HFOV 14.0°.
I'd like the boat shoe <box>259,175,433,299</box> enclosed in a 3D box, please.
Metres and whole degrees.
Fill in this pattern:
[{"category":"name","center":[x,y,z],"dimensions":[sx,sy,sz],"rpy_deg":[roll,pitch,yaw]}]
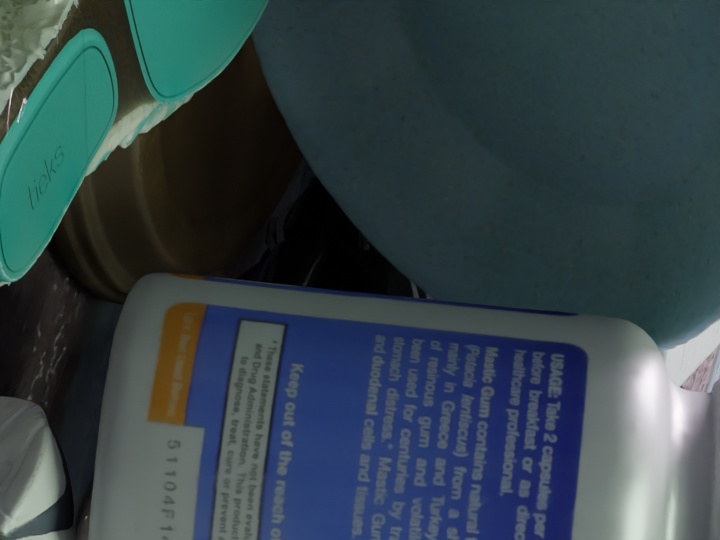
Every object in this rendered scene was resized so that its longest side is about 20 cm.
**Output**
[{"category":"boat shoe","center":[0.000,0.000,1.039],"dimensions":[0.200,0.071,0.072],"rpy_deg":[83,-8,-59]}]

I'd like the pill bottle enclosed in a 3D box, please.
[{"category":"pill bottle","center":[0.027,0.065,0.839],"dimensions":[0.112,0.199,0.113],"rpy_deg":[6,90,-88]}]

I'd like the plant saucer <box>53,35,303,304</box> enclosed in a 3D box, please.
[{"category":"plant saucer","center":[-0.045,-0.085,0.938],"dimensions":[0.200,0.029,0.201],"rpy_deg":[14,90,-72]}]

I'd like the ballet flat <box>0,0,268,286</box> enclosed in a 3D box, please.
[{"category":"ballet flat","center":[-0.086,-0.061,0.783],"dimensions":[0.200,0.071,0.072],"rpy_deg":[-53,151,-54]}]

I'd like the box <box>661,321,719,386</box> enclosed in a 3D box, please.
[{"category":"box","center":[0.104,-0.031,1.231],"dimensions":[0.200,0.124,0.098],"rpy_deg":[-35,136,-62]}]

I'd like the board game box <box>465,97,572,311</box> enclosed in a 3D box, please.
[{"category":"board game box","center":[0.055,-0.025,1.018],"dimensions":[0.200,0.043,0.200],"rpy_deg":[92,-15,-79]}]

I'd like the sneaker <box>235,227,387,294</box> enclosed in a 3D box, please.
[{"category":"sneaker","center":[-0.017,0.071,0.924],"dimensions":[0.088,0.075,0.201],"rpy_deg":[-45,-139,33]}]

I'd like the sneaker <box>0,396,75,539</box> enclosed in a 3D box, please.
[{"category":"sneaker","center":[-0.124,0.145,0.797],"dimensions":[0.200,0.079,0.130],"rpy_deg":[-72,155,-42]}]

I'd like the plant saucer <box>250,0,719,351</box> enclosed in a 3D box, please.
[{"category":"plant saucer","center":[0.049,-0.070,0.859],"dimensions":[0.039,0.200,0.202],"rpy_deg":[-37,140,-37]}]
